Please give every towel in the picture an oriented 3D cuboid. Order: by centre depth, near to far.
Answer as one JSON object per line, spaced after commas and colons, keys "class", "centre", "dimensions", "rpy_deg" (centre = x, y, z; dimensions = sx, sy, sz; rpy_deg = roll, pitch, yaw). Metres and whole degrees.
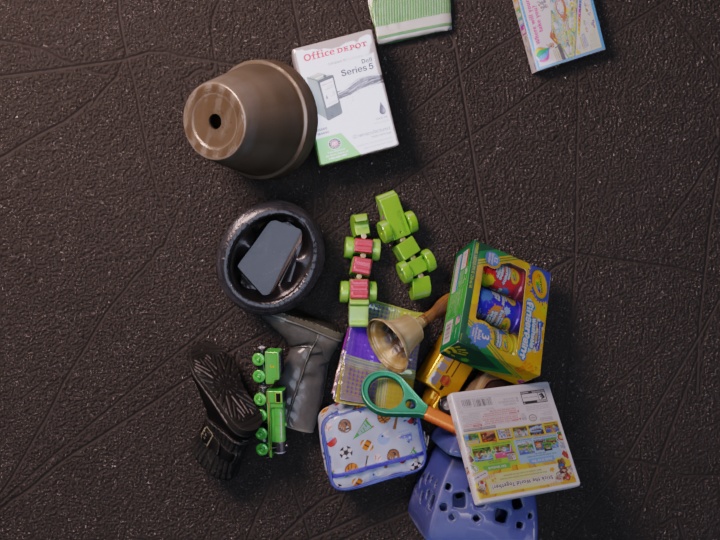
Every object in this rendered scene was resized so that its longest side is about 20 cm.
{"class": "towel", "centre": [0.078, -0.513, 1.364], "dimensions": [0.150, 0.023, 0.203], "rpy_deg": [-12, 95, -4]}
{"class": "towel", "centre": [0.036, 0.154, 1.384], "dimensions": [0.141, 0.023, 0.203], "rpy_deg": [15, 70, -4]}

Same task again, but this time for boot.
{"class": "boot", "centre": [-0.262, 0.253, 1.379], "dimensions": [0.079, 0.212, 0.159], "rpy_deg": [-8, 142, -38]}
{"class": "boot", "centre": [0.263, 0.253, 1.387], "dimensions": [0.166, 0.072, 0.200], "rpy_deg": [43, 55, -3]}
{"class": "boot", "centre": [-0.133, 0.175, 1.396], "dimensions": [0.180, 0.073, 0.203], "rpy_deg": [23, 100, -4]}

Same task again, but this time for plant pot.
{"class": "plant pot", "centre": [-0.193, -0.243, 1.257], "dimensions": [0.197, 0.173, 0.204], "rpy_deg": [5, 103, 23]}
{"class": "plant pot", "centre": [0.206, 0.383, 1.377], "dimensions": [0.197, 0.200, 0.183], "rpy_deg": [12, 87, -5]}

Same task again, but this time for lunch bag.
{"class": "lunch bag", "centre": [0.025, 0.310, 1.403], "dimensions": [0.197, 0.076, 0.163], "rpy_deg": [-11, 95, -11]}

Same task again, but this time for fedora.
{"class": "fedora", "centre": [-0.156, -0.023, 1.356], "dimensions": [0.197, 0.092, 0.204], "rpy_deg": [0, 96, -4]}

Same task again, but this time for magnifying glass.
{"class": "magnifying glass", "centre": [0.093, 0.233, 1.321], "dimensions": [0.198, 0.023, 0.080], "rpy_deg": [25, 56, 9]}

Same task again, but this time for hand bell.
{"class": "hand bell", "centre": [0.117, 0.087, 1.376], "dimensions": [0.199, 0.104, 0.105], "rpy_deg": [-30, 98, -31]}

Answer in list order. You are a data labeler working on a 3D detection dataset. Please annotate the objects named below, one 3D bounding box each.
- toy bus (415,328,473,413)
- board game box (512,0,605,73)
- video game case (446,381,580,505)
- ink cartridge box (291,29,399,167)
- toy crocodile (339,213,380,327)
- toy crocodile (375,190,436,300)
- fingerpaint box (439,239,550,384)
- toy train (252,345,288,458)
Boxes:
{"class": "toy bus", "centre": [0.164, 0.167, 1.398], "dimensions": [0.078, 0.065, 0.202], "rpy_deg": [34, 83, -8]}
{"class": "board game box", "centre": [0.347, -0.473, 1.382], "dimensions": [0.132, 0.034, 0.203], "rpy_deg": [-17, 97, -3]}
{"class": "video game case", "centre": [0.257, 0.286, 1.299], "dimensions": [0.197, 0.023, 0.185], "rpy_deg": [-3, 64, -22]}
{"class": "ink cartridge box", "centre": [-0.028, -0.297, 1.343], "dimensions": [0.143, 0.084, 0.203], "rpy_deg": [-15, 97, -3]}
{"class": "toy crocodile", "centre": [0.000, 0.000, 1.377], "dimensions": [0.066, 0.062, 0.204], "rpy_deg": [5, 83, -5]}
{"class": "toy crocodile", "centre": [0.079, -0.044, 1.386], "dimensions": [0.067, 0.062, 0.202], "rpy_deg": [-26, 95, -14]}
{"class": "fingerpaint box", "centre": [0.239, 0.073, 1.350], "dimensions": [0.165, 0.073, 0.203], "rpy_deg": [23, 61, -15]}
{"class": "toy train", "centre": [-0.157, 0.232, 1.355], "dimensions": [0.055, 0.042, 0.204], "rpy_deg": [-1, 99, 7]}
